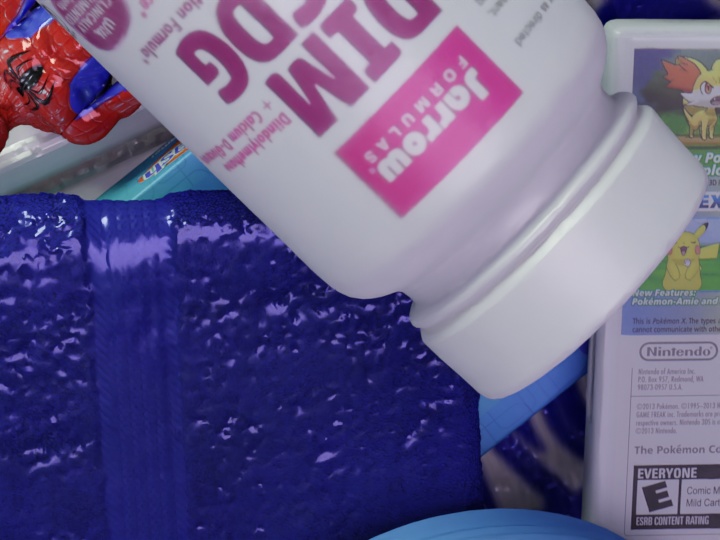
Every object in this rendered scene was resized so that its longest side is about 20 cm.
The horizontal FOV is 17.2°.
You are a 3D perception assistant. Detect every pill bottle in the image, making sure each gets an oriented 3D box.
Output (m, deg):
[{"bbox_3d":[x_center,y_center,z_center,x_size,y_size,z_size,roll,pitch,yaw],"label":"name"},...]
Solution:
[{"bbox_3d":[0.000,-0.065,0.691,0.200,0.113,0.113,44,95,-8],"label":"pill bottle"}]

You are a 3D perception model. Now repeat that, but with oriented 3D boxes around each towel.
[{"bbox_3d":[-0.060,0.039,0.783,0.198,0.050,0.149,-4,112,-7],"label":"towel"}]

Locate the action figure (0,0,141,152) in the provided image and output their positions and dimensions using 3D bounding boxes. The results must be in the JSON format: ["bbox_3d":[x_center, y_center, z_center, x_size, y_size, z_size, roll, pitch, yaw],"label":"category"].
[{"bbox_3d":[-0.068,-0.101,0.773,0.065,0.052,0.200,45,111,-3],"label":"action figure"}]

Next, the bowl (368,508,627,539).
[{"bbox_3d":[0.037,0.169,0.805,0.199,0.039,0.202,-7,118,-13],"label":"bowl"}]

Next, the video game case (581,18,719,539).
[{"bbox_3d":[0.176,0.007,0.803,0.198,0.022,0.184,0,104,-6],"label":"video game case"}]

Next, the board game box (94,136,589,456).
[{"bbox_3d":[0.000,0.000,0.825,0.200,0.045,0.152,-39,106,4],"label":"board game box"}]
